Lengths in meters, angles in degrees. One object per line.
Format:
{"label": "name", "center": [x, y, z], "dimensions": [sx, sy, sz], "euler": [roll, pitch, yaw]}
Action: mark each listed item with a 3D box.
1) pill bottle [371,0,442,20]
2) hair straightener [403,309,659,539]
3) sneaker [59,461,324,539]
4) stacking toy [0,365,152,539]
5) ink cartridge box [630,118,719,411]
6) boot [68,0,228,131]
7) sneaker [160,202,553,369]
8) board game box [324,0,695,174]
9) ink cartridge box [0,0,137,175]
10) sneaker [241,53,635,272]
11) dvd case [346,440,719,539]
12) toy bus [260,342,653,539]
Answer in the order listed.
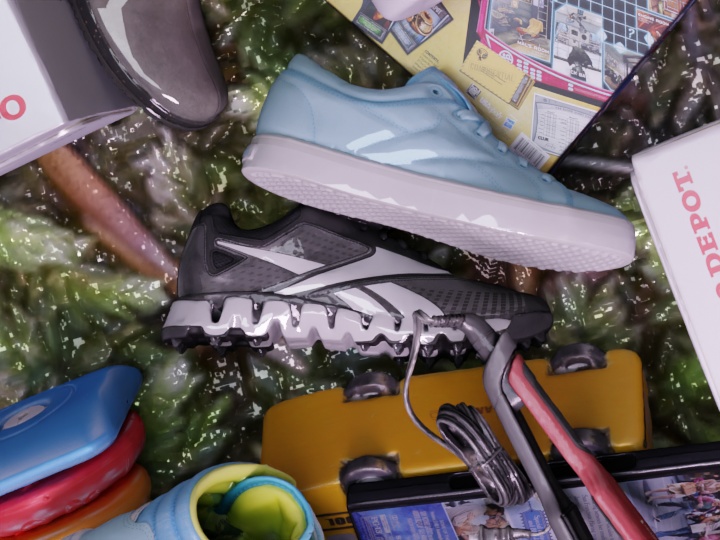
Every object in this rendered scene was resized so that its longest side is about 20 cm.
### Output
{"label": "pill bottle", "center": [0.012, -0.231, 1.414], "dimensions": [0.111, 0.111, 0.201], "euler": [-29, 89, 12]}
{"label": "hair straightener", "center": [0.078, 0.105, 1.398], "dimensions": [0.077, 0.041, 0.200], "euler": [-36, 93, 14]}
{"label": "sneaker", "center": [-0.047, 0.158, 1.452], "dimensions": [0.130, 0.200, 0.080], "euler": [-31, 57, 28]}
{"label": "stacking toy", "center": [-0.132, 0.161, 1.530], "dimensions": [0.109, 0.116, 0.201], "euler": [-22, 105, 12]}
{"label": "ink cartridge box", "center": [0.249, -0.026, 1.437], "dimensions": [0.199, 0.084, 0.147], "euler": [-20, 91, 12]}
{"label": "boot", "center": [-0.090, -0.180, 1.476], "dimensions": [0.130, 0.068, 0.201], "euler": [-27, 88, 32]}
{"label": "sneaker", "center": [0.000, 0.000, 1.495], "dimensions": [0.199, 0.066, 0.091], "euler": [3, 80, 2]}
{"label": "board game box", "center": [0.059, -0.159, 1.486], "dimensions": [0.200, 0.035, 0.136], "euler": [41, 101, 5]}
{"label": "ink cartridge box", "center": [-0.228, -0.136, 1.485], "dimensions": [0.145, 0.145, 0.201], "euler": [-24, 91, 12]}
{"label": "sneaker", "center": [0.046, -0.058, 1.448], "dimensions": [0.199, 0.074, 0.082], "euler": [16, 80, -1]}
{"label": "dvd case", "center": [0.104, 0.146, 1.471], "dimensions": [0.199, 0.018, 0.143], "euler": [-7, 134, 12]}
{"label": "toy bus", "center": [0.049, 0.094, 1.484], "dimensions": [0.199, 0.065, 0.079], "euler": [-8, 137, 11]}
